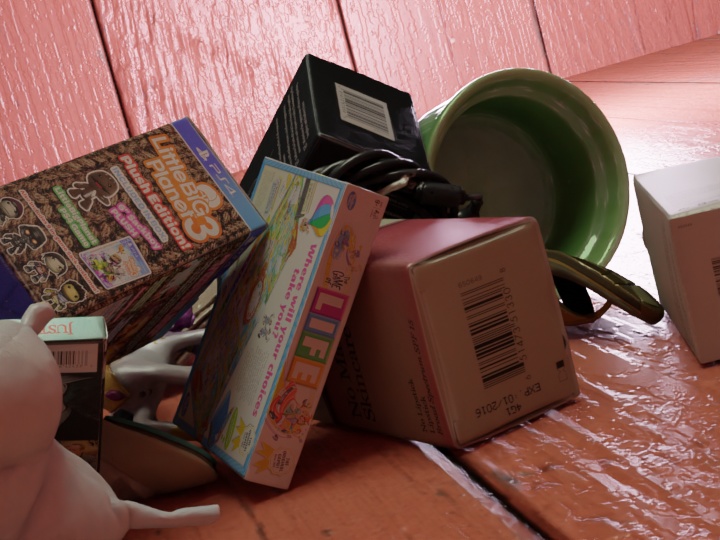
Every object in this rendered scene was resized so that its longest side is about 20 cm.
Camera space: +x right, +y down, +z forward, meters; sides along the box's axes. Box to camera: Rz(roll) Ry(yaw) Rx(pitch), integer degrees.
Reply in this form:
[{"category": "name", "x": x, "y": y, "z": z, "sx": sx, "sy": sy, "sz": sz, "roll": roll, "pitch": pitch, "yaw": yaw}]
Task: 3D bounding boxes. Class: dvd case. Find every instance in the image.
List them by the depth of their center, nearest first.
[{"category": "dvd case", "x": -0.232, "y": 0.100, "z": 0.988, "sx": 0.146, "sy": 0.200, "sz": 0.022, "roll": -2, "pitch": 51, "yaw": -13}]

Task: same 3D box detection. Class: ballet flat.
[{"category": "ballet flat", "x": -0.187, "y": 0.126, "z": 1.111, "sx": 0.200, "sy": 0.070, "sz": 0.069, "roll": 19, "pitch": 29, "yaw": 33}]

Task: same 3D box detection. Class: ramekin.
[{"category": "ramekin", "x": 0.123, "y": -0.068, "z": 1.385, "sx": 0.200, "sy": 0.200, "sz": 0.098, "roll": -20, "pitch": 4, "yaw": -25}]

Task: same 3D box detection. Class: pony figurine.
[{"category": "pony figurine", "x": -0.166, "y": 0.069, "z": 1.251, "sx": 0.200, "sy": 0.167, "sz": 0.193, "roll": 3, "pitch": 22, "yaw": 13}]

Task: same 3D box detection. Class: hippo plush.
[{"category": "hippo plush", "x": -0.208, "y": 0.113, "z": 0.861, "sx": 0.200, "sy": 0.161, "sz": 0.159, "roll": 4, "pitch": 35, "yaw": 20}]

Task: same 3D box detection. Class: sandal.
[{"category": "sandal", "x": 0.150, "y": 0.012, "z": 1.242, "sx": 0.200, "sy": 0.054, "sz": 0.080, "roll": 22, "pitch": 5, "yaw": 40}]

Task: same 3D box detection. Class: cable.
[{"category": "cable", "x": 0.000, "y": 0.000, "z": 1.248, "sx": 0.163, "sy": 0.200, "sz": 0.051, "roll": 10, "pitch": 37, "yaw": -25}]

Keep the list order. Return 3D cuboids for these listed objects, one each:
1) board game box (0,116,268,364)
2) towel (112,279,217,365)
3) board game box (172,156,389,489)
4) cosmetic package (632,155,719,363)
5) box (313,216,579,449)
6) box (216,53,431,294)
[{"category": "board game box", "x": -0.190, "y": 0.003, "z": 1.065, "sx": 0.200, "sy": 0.097, "sz": 0.159, "roll": -28, "pitch": -11, "yaw": -48}, {"category": "towel", "x": -0.185, "y": 0.050, "z": 1.470, "sx": 0.133, "sy": 0.034, "sz": 0.200, "roll": -44, "pitch": 23, "yaw": -10}, {"category": "board game box", "x": -0.057, "y": 0.031, "z": 1.075, "sx": 0.034, "sy": 0.200, "sz": 0.134, "roll": 18, "pitch": 3, "yaw": -29}, {"category": "cosmetic package", "x": 0.253, "y": -0.014, "z": 1.137, "sx": 0.085, "sy": 0.108, "sz": 0.200, "roll": -14, "pitch": 11, "yaw": 6}, {"category": "box", "x": 0.038, "y": 0.038, "z": 1.103, "sx": 0.109, "sy": 0.128, "sz": 0.200, "roll": -21, "pitch": 11, "yaw": -29}, {"category": "box", "x": -0.036, "y": -0.052, "z": 1.347, "sx": 0.107, "sy": 0.200, "sz": 0.149, "roll": 20, "pitch": 29, "yaw": -18}]
